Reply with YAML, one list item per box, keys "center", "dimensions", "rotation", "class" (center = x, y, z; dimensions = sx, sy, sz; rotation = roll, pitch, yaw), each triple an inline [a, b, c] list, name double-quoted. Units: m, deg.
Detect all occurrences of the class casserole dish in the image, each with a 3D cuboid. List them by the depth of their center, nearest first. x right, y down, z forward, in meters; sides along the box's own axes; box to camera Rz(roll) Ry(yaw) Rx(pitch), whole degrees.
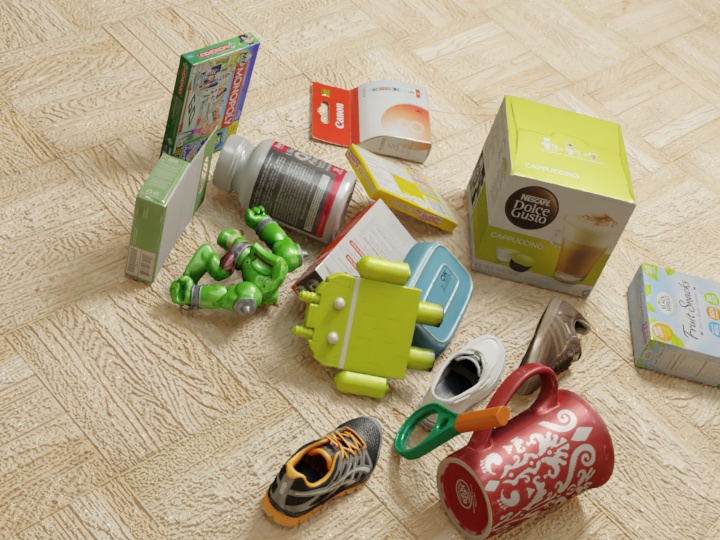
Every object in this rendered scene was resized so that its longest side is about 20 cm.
- center: [0.103, 0.037, 1.692]
  dimensions: [0.121, 0.039, 0.201]
  rotation: [48, 43, -16]
  class: "casserole dish"

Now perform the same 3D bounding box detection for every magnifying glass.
- center: [0.111, 0.192, 1.477]
  dimensions: [0.022, 0.199, 0.080]
  rotation: [43, 56, -17]
  class: "magnifying glass"

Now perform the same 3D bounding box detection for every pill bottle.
- center: [-0.113, -0.126, 1.765]
  dimensions: [0.197, 0.112, 0.111]
  rotation: [22, 42, 2]
  class: "pill bottle"

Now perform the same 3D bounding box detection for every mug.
- center: [0.192, 0.228, 1.501]
  dimensions: [0.198, 0.133, 0.179]
  rotation: [-21, 79, -31]
  class: "mug"

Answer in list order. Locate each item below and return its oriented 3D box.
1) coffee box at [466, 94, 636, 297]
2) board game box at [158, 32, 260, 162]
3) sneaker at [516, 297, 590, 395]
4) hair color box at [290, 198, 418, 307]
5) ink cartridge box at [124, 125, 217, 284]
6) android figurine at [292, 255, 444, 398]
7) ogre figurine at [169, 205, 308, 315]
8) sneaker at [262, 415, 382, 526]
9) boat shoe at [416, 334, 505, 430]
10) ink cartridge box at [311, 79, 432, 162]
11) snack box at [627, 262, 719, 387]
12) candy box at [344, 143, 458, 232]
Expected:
- center: [0.287, -0.115, 1.845]
  dimensions: [0.197, 0.199, 0.202]
  rotation: [13, 42, -8]
  class: "coffee box"
- center: [-0.226, -0.250, 1.782]
  dimensions: [0.029, 0.201, 0.134]
  rotation: [43, 47, 22]
  class: "board game box"
- center: [0.278, 0.112, 1.702]
  dimensions: [0.075, 0.071, 0.201]
  rotation: [27, 43, 6]
  class: "sneaker"
- center: [0.000, 0.000, 1.688]
  dimensions: [0.111, 0.064, 0.200]
  rotation: [50, 42, -8]
  class: "hair color box"
- center: [-0.260, -0.099, 1.654]
  dimensions: [0.047, 0.147, 0.201]
  rotation: [19, 42, 1]
  class: "ink cartridge box"
- center: [0.009, 0.073, 1.585]
  dimensions: [0.197, 0.185, 0.041]
  rotation: [13, 2, -12]
  class: "android figurine"
- center: [-0.159, -0.004, 1.636]
  dimensions: [0.119, 0.099, 0.199]
  rotation: [26, 30, 23]
  class: "ogre figurine"
- center: [-0.034, 0.231, 1.454]
  dimensions: [0.078, 0.078, 0.199]
  rotation: [35, 43, 18]
  class: "sneaker"
- center: [0.148, 0.141, 1.626]
  dimensions: [0.073, 0.066, 0.200]
  rotation: [31, 43, 12]
  class: "boat shoe"
- center: [0.019, -0.266, 2.008]
  dimensions: [0.197, 0.050, 0.164]
  rotation: [13, 42, -13]
  class: "ink cartridge box"
- center: [0.513, 0.088, 1.821]
  dimensions: [0.197, 0.068, 0.170]
  rotation: [13, 43, -6]
  class: "snack box"
- center: [0.064, -0.123, 1.829]
  dimensions: [0.199, 0.026, 0.103]
  rotation: [20, 30, -46]
  class: "candy box"
